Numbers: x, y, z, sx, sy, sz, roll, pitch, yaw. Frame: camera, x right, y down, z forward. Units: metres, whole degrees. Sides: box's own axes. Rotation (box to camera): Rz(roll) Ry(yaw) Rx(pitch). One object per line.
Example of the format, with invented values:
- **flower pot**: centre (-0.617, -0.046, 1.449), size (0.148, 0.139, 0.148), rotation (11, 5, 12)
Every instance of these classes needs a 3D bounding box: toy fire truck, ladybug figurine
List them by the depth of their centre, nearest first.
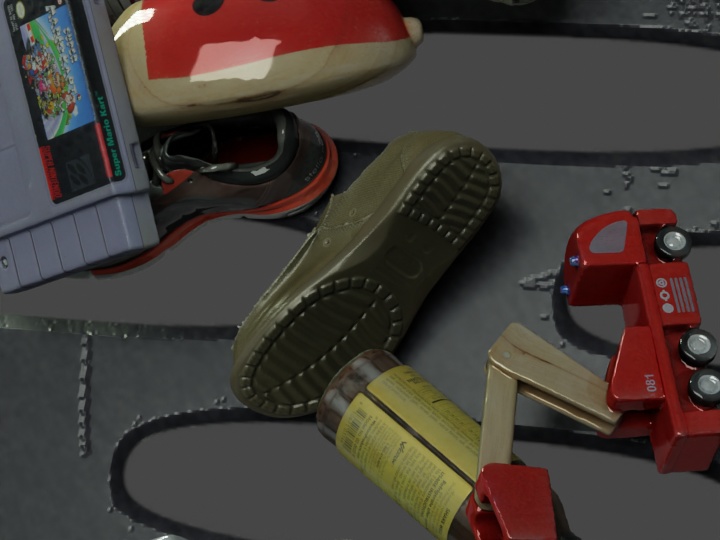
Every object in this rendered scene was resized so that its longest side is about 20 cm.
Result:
- **toy fire truck**: centre (0.118, 0.060, 1.214), size (0.140, 0.049, 0.201), rotation (-3, 58, -10)
- **ladybug figurine**: centre (-0.063, -0.133, 1.340), size (0.199, 0.136, 0.072), rotation (-10, 101, 1)

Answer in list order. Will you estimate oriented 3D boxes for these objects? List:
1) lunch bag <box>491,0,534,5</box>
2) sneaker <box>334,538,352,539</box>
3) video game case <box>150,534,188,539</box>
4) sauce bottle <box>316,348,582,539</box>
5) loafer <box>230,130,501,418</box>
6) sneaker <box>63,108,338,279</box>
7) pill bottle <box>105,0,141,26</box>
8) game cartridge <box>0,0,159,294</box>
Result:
- **lunch bag**: centre (0.057, -0.241, 1.347), size (0.164, 0.118, 0.200), rotation (19, 61, 24)
- **sneaker**: centre (-0.045, 0.182, 1.241), size (0.199, 0.077, 0.079), rotation (-14, 67, 14)
- **video game case**: centre (-0.170, 0.254, 1.249), size (0.199, 0.023, 0.183), rotation (-19, 63, 30)
- **sauce bottle**: centre (0.062, 0.123, 1.237), size (0.065, 0.065, 0.200), rotation (-46, 63, -4)
- **loafer**: centre (0.000, 0.000, 1.308), size (0.200, 0.076, 0.067), rotation (-45, 28, 4)
- **sneaker**: centre (-0.117, -0.058, 1.359), size (0.199, 0.082, 0.077), rotation (-19, 64, 9)
- **pill bottle**: centre (-0.145, -0.202, 1.410), size (0.199, 0.113, 0.113), rotation (-17, 64, 10)
- **game cartridge**: centre (-0.186, -0.096, 1.327), size (0.129, 0.038, 0.201), rotation (-18, 86, 47)
